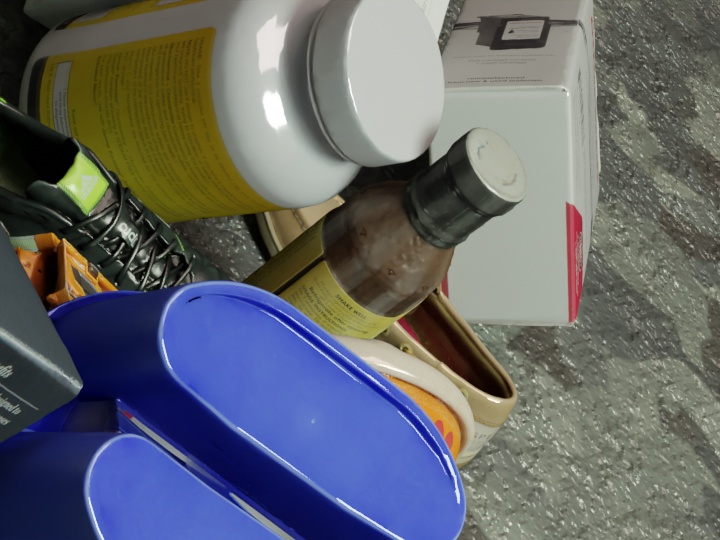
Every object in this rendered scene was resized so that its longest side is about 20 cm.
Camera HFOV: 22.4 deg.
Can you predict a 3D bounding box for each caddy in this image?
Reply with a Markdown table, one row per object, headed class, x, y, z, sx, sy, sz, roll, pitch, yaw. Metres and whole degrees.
| class | x | y | z | sx | sy | sz | roll | pitch | yaw |
| --- | --- | --- | --- | --- | --- | --- | --- | --- | --- |
| caddy | -0.056 | 0.091 | 0.706 | 0.200 | 0.105 | 0.142 | 39 | 58 | -26 |

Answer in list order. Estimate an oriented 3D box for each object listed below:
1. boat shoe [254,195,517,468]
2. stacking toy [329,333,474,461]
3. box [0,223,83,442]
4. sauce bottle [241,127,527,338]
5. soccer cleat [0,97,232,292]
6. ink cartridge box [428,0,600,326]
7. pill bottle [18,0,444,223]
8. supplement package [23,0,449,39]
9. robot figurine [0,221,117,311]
| class | x | y | z | sx | sy | sz | roll | pitch | yaw |
| --- | --- | --- | --- | --- | --- | --- | --- | --- | --- |
| boat shoe | 0.018 | 0.012 | 1.017 | 0.200 | 0.069 | 0.074 | 53 | 34 | 9 |
| stacking toy | -0.026 | 0.141 | 0.818 | 0.146 | 0.146 | 0.201 | 24 | 58 | -30 |
| box | -0.222 | 0.018 | 0.614 | 0.149 | 0.199 | 0.107 | 59 | 0 | 19 |
| sauce bottle | 0.000 | 0.000 | 0.891 | 0.064 | 0.200 | 0.065 | 27 | 46 | -31 |
| soccer cleat | -0.126 | -0.016 | 0.859 | 0.199 | 0.081 | 0.068 | 36 | 60 | -5 |
| ink cartridge box | 0.096 | -0.075 | 1.096 | 0.200 | 0.083 | 0.146 | -67 | 155 | -63 |
| pill bottle | -0.063 | -0.083 | 0.892 | 0.112 | 0.199 | 0.113 | 8 | 80 | -53 |
| supplement package | -0.063 | -0.155 | 1.012 | 0.199 | 0.117 | 0.118 | 31 | 62 | -30 |
| robot figurine | -0.132 | 0.074 | 0.765 | 0.145 | 0.058 | 0.201 | 49 | 34 | -45 |
